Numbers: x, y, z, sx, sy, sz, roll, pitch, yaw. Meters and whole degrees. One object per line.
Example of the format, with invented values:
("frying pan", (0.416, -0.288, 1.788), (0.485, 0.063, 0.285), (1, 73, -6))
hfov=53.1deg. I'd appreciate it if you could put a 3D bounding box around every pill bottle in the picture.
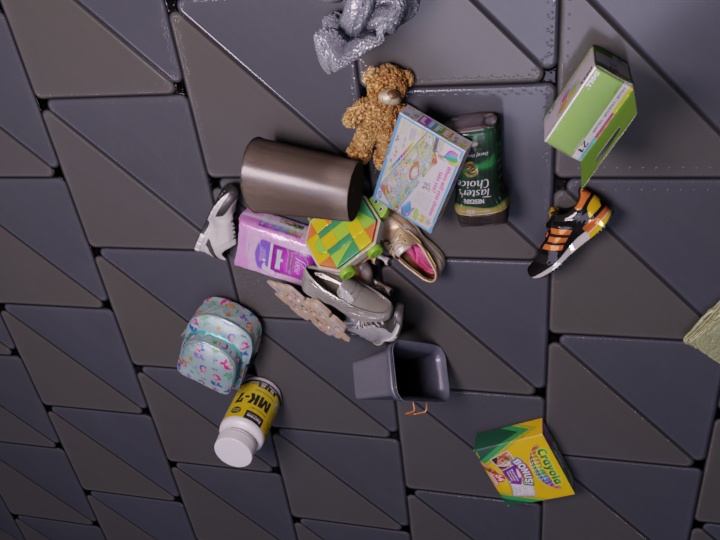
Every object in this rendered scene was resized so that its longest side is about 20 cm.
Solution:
("pill bottle", (-0.270, 0.363, 1.734), (0.112, 0.201, 0.116), (7, 126, 10))

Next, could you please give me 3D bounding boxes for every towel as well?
("towel", (0.743, 0.133, 1.385), (0.198, 0.037, 0.149), (30, 125, -4))

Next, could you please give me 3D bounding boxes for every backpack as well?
("backpack", (-0.323, 0.169, 1.659), (0.175, 0.151, 0.202), (26, 122, -1))

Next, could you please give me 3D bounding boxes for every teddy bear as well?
("teddy bear", (0.037, -0.267, 1.300), (0.144, 0.067, 0.201), (30, 127, -8))

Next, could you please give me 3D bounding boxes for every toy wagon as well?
("toy wagon", (-0.015, -0.087, 1.396), (0.199, 0.039, 0.156), (-37, 66, 12))

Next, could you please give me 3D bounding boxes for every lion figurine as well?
("lion figurine", (0.000, 0.000, 1.478), (0.121, 0.072, 0.202), (23, 133, 28))

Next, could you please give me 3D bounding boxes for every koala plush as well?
("koala plush", (-0.022, -0.456, 1.138), (0.182, 0.178, 0.201), (-27, 113, 17))

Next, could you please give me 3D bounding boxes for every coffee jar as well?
("coffee jar", (0.211, -0.175, 1.301), (0.102, 0.086, 0.203), (-4, 122, 19))

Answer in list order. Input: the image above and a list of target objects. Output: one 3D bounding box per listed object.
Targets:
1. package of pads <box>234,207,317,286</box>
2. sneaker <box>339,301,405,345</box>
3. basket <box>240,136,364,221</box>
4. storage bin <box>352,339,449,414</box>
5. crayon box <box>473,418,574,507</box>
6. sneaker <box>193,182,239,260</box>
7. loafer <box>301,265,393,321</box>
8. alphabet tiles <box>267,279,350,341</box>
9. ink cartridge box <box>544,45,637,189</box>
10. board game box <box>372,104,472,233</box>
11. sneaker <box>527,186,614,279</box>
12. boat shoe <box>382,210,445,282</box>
("package of pads", (-0.163, -0.044, 1.505), (0.197, 0.076, 0.122), (18, 129, 4))
("sneaker", (0.016, 0.107, 1.502), (0.114, 0.076, 0.200), (15, 156, -10))
("basket", (-0.101, -0.162, 1.349), (0.197, 0.138, 0.180), (11, 167, 13))
("storage bin", (0.083, 0.239, 1.553), (0.133, 0.148, 0.198), (-18, 160, 37))
("crayon box", (0.386, 0.455, 1.692), (0.171, 0.059, 0.201), (-20, 116, 27))
("sneaker", (-0.282, -0.101, 1.510), (0.079, 0.074, 0.201), (28, 135, -7))
("loafer", (-0.028, 0.044, 1.423), (0.197, 0.071, 0.070), (18, 146, 12))
("alphabet tiles", (-0.108, 0.083, 1.532), (0.196, 0.015, 0.199), (44, 162, -27))
("ink cartridge box", (0.359, -0.245, 1.138), (0.075, 0.201, 0.149), (27, 126, -4))
("board game box", (0.106, -0.176, 1.287), (0.133, 0.034, 0.201), (33, 138, 12))
("sneaker", (0.371, -0.072, 1.344), (0.090, 0.070, 0.200), (45, 124, 2))
("boat shoe", (0.088, -0.053, 1.429), (0.199, 0.070, 0.074), (38, 125, -11))
